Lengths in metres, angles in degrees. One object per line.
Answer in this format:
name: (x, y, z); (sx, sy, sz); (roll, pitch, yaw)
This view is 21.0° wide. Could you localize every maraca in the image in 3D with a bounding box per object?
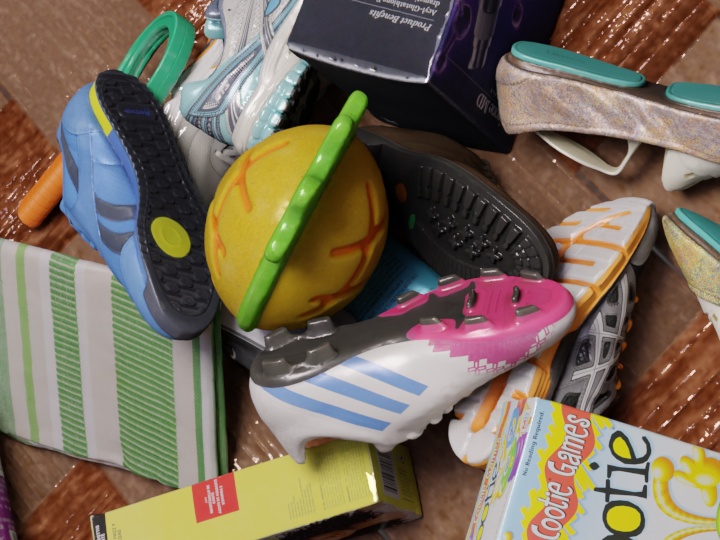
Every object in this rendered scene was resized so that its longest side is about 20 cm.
maraca: (-0.035, -0.032, 1.154); (0.107, 0.200, 0.138); (25, 70, -1)

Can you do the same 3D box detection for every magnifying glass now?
magnifying glass: (-0.176, -0.100, 1.342); (0.200, 0.022, 0.080); (-43, 31, 30)

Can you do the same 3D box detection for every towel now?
towel: (-0.175, 0.062, 1.294); (0.199, 0.023, 0.153); (13, 116, 29)

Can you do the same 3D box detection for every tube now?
tube: (0.000, 0.000, 1.257); (0.200, 0.050, 0.078); (44, 103, 24)

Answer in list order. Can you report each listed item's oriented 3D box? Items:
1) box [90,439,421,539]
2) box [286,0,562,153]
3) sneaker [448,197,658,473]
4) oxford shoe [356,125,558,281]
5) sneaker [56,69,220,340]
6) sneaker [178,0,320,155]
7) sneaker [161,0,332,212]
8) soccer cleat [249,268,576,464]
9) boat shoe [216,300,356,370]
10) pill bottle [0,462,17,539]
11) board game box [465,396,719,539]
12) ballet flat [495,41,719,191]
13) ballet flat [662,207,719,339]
box: (-0.067, 0.156, 1.229); (0.199, 0.075, 0.050); (-19, 69, 21)
box: (0.057, -0.195, 1.223); (0.104, 0.148, 0.201); (17, 85, 27)
sneaker: (0.127, 0.044, 1.170); (0.078, 0.077, 0.200); (8, 62, 58)
oxford shoe: (0.062, -0.046, 1.209); (0.200, 0.084, 0.073); (37, 129, 41)
sneaker: (-0.146, -0.030, 1.238); (0.078, 0.066, 0.201); (-42, 56, 32)
sneaker: (-0.054, -0.170, 1.250); (0.086, 0.078, 0.201); (20, 71, 9)
sneaker: (-0.071, -0.116, 1.307); (0.092, 0.076, 0.201); (19, 86, 24)
soccer cleat: (0.035, 0.059, 1.142); (0.199, 0.087, 0.070); (-14, 27, 12)
boat shoe: (-0.080, 0.031, 1.275); (0.200, 0.069, 0.057); (29, 130, 37)
pill bottle: (-0.297, 0.141, 1.311); (0.112, 0.112, 0.201); (-22, 74, 19)
board game box: (0.166, 0.147, 1.054); (0.199, 0.103, 0.105); (17, 83, -3)
ballet flat: (0.177, -0.087, 1.183); (0.199, 0.068, 0.068); (16, 111, 17)
ballet flat: (0.248, 0.032, 1.121); (0.200, 0.071, 0.071); (30, 90, 29)
